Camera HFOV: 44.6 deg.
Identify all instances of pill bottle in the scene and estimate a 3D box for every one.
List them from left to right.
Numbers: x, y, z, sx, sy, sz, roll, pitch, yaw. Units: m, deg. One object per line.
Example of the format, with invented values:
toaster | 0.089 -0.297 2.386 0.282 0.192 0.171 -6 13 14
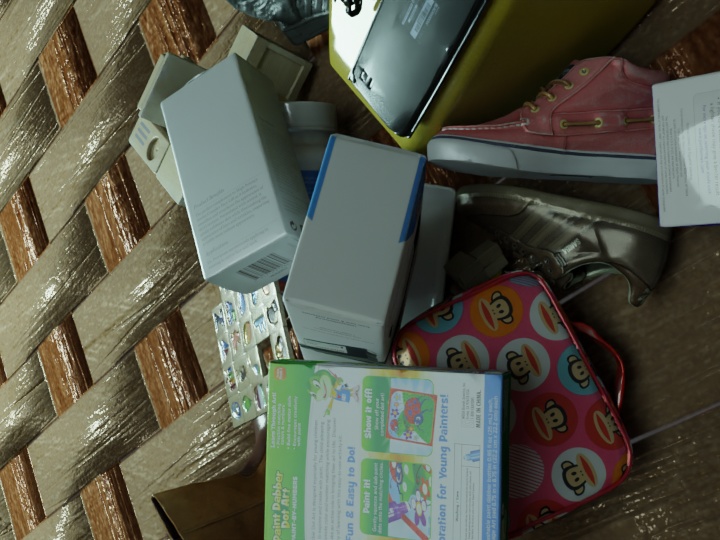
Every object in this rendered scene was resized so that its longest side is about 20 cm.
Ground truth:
pill bottle | -0.062 -0.070 0.919 0.111 0.111 0.203 3 95 41

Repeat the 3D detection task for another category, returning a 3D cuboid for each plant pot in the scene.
plant pot | 0.086 -0.211 0.735 0.201 0.198 0.177 51 135 26

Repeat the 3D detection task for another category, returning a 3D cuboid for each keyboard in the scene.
keyboard | 0.035 -0.202 0.634 0.128 0.020 0.201 53 143 16

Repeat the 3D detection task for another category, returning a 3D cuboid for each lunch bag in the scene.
lunch bag | 0.135 0.104 0.736 0.174 0.082 0.202 -25 83 2

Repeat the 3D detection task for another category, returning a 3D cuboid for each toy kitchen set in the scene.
toy kitchen set | -0.196 -0.199 0.989 0.180 0.162 0.202 44 110 45

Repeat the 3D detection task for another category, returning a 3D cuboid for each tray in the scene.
tray | 0.047 0.011 0.887 0.106 0.022 0.203 15 103 39

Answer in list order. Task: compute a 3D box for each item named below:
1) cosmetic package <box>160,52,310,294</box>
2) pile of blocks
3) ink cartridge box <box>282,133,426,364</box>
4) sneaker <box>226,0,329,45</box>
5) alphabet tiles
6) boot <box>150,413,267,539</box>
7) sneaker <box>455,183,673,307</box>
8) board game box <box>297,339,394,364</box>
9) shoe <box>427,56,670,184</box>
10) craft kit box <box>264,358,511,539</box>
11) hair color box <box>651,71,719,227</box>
cosmetic package | -0.114 -0.091 0.838 0.101 0.074 0.202 -25 66 21
pile of blocks | 0.100 0.070 0.828 0.062 0.081 0.203 -138 63 -72
ink cartridge box | 0.000 0.000 0.754 0.083 0.200 0.146 13 71 6
sneaker | -0.056 -0.300 0.902 0.198 0.060 0.105 -14 124 44
alphabet tiles | -0.118 0.049 0.911 0.167 0.007 0.203 -34 65 55
boot | -0.138 0.222 0.946 0.068 0.198 0.190 -45 65 44
sneaker | 0.159 -0.025 0.745 0.198 0.070 0.077 14 91 39
board game box | -0.013 0.136 0.902 0.101 0.019 0.203 4 107 17
shoe | 0.151 -0.120 0.694 0.071 0.197 0.093 -168 81 -82
craft kit box | 0.019 0.175 0.692 0.195 0.048 0.203 1 88 18
hair color box | 0.313 -0.092 0.615 0.198 0.064 0.111 -3 91 44
